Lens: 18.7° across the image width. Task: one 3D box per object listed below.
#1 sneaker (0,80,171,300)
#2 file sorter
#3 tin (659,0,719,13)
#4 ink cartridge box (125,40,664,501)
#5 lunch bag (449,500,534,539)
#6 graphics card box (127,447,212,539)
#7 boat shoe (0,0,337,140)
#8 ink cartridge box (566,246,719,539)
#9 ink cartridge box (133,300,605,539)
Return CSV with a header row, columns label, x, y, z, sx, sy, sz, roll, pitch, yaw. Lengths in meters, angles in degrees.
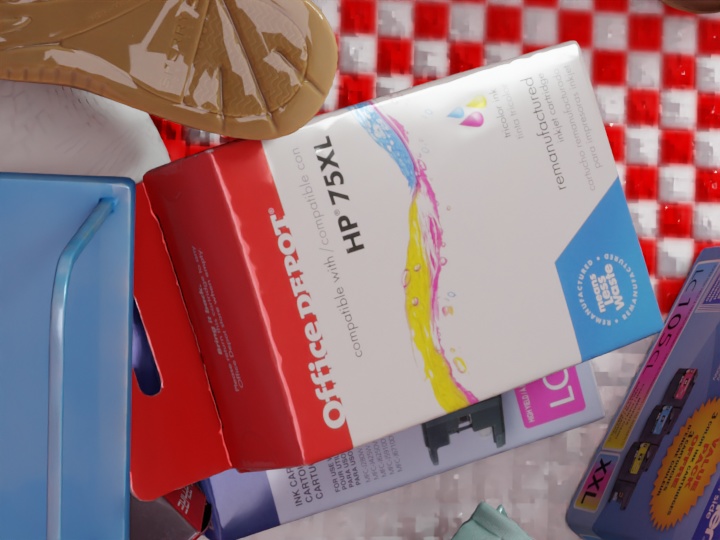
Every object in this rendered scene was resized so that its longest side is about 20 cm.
label,x,y,z,sx,sy,sz,roll,pitch,yaw
sneaker,-0.153,-0.062,0.805,0.200,0.088,0.075,45,56,-16
file sorter,-0.180,0.045,0.707,0.199,0.123,0.139,2,103,0
tin,0.114,-0.182,0.867,0.200,0.042,0.112,31,78,-29
ink cartridge box,0.000,0.000,0.792,0.199,0.067,0.117,-19,93,-27
lunch bag,0.059,0.210,0.834,0.200,0.122,0.170,45,80,-15
graphics card box,-0.166,0.061,0.800,0.125,0.051,0.200,-41,98,7
boat shoe,-0.105,-0.098,0.749,0.199,0.069,0.074,23,98,-6
ink cartridge box,0.165,0.061,0.820,0.076,0.200,0.137,29,82,-12
ink cartridge box,-0.012,0.031,0.861,0.199,0.042,0.120,-17,93,-12
